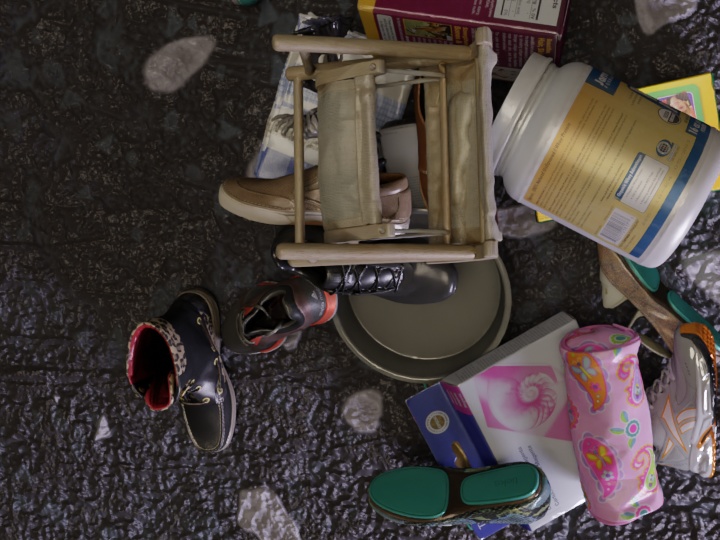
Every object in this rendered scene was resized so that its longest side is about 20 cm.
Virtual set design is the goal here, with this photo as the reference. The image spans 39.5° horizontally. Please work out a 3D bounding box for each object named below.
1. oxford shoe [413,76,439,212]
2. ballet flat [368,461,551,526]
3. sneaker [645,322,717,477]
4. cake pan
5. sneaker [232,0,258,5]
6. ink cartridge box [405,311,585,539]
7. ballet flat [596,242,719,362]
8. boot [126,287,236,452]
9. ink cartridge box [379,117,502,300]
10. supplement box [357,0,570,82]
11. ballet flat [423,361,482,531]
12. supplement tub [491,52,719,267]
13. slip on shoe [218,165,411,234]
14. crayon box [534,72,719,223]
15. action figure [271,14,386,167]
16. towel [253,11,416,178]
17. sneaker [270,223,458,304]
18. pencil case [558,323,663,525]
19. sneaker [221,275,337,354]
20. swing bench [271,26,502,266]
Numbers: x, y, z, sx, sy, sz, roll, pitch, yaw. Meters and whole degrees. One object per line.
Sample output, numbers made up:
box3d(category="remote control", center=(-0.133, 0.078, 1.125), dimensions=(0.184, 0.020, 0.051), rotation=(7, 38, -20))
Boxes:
box3d(category="oxford shoe", center=(0.086, -0.114, 1.008), dimensions=(0.071, 0.071, 0.201), rotation=(-14, 84, 10))
box3d(category="ballet flat", center=(0.106, 0.245, 1.062), dimensions=(0.199, 0.074, 0.075), rotation=(-7, 98, 27))
box3d(category="sneaker", center=(0.323, 0.138, 1.044), dimensions=(0.092, 0.076, 0.201), rotation=(2, 126, 21))
box3d(category="cake pan", center=(0.065, 0.024, 1.089), dimensions=(0.199, 0.037, 0.201), rotation=(4, 109, 11))
box3d(category="sneaker", center=(-0.089, -0.381, 1.081), dimensions=(0.080, 0.071, 0.201), rotation=(17, 101, 14))
box3d(category="ink cartridge box", center=(0.179, 0.176, 1.079), dimensions=(0.200, 0.043, 0.197), rotation=(-30, 106, -3))
box3d(category="ballet flat", center=(0.300, 0.033, 1.066), dimensions=(0.200, 0.068, 0.067), rotation=(50, 121, 2))
box3d(category="boot", center=(-0.204, 0.130, 1.150), dimensions=(0.073, 0.151, 0.201), rotation=(-1, 99, 13))
box3d(category="ink cartridge box", center=(0.092, -0.069, 1.099), dimensions=(0.109, 0.050, 0.201), rotation=(-6, 107, 14))
box3d(category="supplement box", center=(0.109, -0.267, 1.011), dimensions=(0.199, 0.131, 0.104), rotation=(11, 79, 10))
box3d(category="ballet flat", center=(0.126, 0.198, 1.128), dimensions=(0.063, 0.069, 0.201), rotation=(-16, 96, 19))
box3d(category="supplement tub", center=(0.226, -0.108, 0.955), dimensions=(0.200, 0.145, 0.145), rotation=(28, 104, 7))
box3d(category="slip on shoe", center=(-0.046, -0.080, 1.023), dimensions=(0.199, 0.076, 0.061), rotation=(11, 118, 11))
box3d(category="crayon box", center=(0.273, -0.127, 1.047), dimensions=(0.199, 0.058, 0.119), rotation=(-10, 97, 14))
box3d(category="action figure", center=(-0.037, -0.161, 1.062), dimensions=(0.102, 0.119, 0.201), rotation=(-13, 97, -27))
box3d(category="towel", center=(-0.029, -0.172, 1.127), dimensions=(0.146, 0.024, 0.201), rotation=(21, 105, 7))
box3d(category="sneaker", center=(0.000, 0.000, 1.027), dimensions=(0.199, 0.091, 0.076), rotation=(12, 112, 7))
box3d(category="pencil case", center=(0.257, 0.157, 1.024), dimensions=(0.087, 0.087, 0.201), rotation=(-9, 103, 14))
box3d(category="sneaker", center=(-0.113, 0.051, 1.120), dimensions=(0.200, 0.082, 0.077), rotation=(-30, 84, 46))
box3d(category="swing bench", center=(0.025, -0.107, 0.922), dimensions=(0.199, 0.130, 0.200), rotation=(-1, 88, 2))
